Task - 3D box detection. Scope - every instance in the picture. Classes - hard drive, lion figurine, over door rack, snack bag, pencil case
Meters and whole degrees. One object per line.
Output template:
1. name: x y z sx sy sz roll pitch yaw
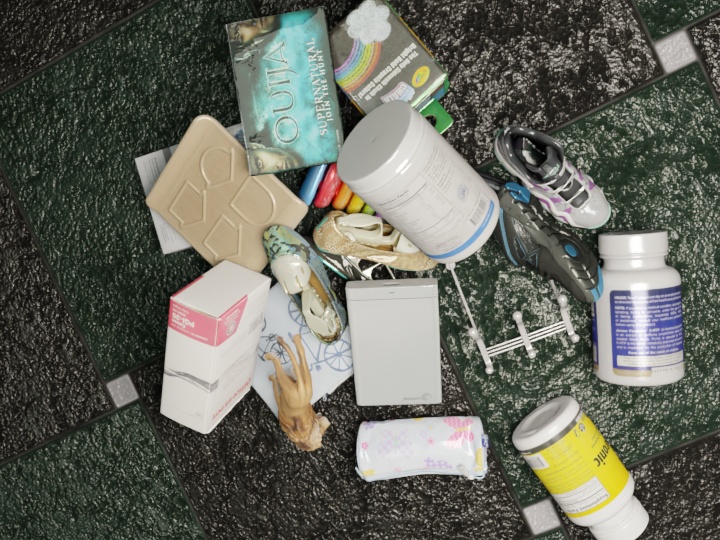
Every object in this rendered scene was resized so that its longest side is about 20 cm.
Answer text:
1. hard drive: 0.051 0.109 1.035 0.131 0.027 0.202 -2 116 6
2. lion figurine: -0.094 0.183 1.017 0.072 0.200 0.123 -18 61 -7
3. over door rack: 0.216 0.036 1.020 0.147 0.067 0.201 -21 92 9
4. snack bag: -0.105 0.122 1.100 0.200 0.021 0.189 -41 88 13
5. pencil case: 0.092 0.267 1.051 0.198 0.083 0.092 -4 73 10

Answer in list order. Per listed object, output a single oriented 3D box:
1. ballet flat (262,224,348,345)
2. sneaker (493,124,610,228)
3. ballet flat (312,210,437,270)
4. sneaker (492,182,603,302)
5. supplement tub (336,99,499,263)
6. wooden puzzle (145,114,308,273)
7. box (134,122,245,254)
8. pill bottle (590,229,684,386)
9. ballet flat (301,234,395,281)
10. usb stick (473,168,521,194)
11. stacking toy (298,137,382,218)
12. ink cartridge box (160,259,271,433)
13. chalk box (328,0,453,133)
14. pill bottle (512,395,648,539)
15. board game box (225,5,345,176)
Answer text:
1. ballet flat: -0.077 0.027 0.997 0.074 0.074 0.201 -30 116 10
2. sneaker: 0.265 -0.126 0.959 0.200 0.140 0.078 37 99 4
3. ballet flat: 0.033 -0.045 1.004 0.198 0.071 0.065 6 140 -21
4. sneaker: 0.249 -0.028 0.965 0.200 0.073 0.082 51 130 18
5. supplement tub: 0.079 -0.111 0.922 0.132 0.132 0.200 -46 124 10
6. wooden puzzle: -0.193 -0.099 1.020 0.200 0.046 0.185 41 121 -2
7. box: -0.231 -0.127 1.086 0.198 0.041 0.157 -15 94 9
8. pill bottle: 0.380 0.048 0.970 0.119 0.120 0.202 -3 95 9
9. ballet flat: 0.000 0.000 1.055 0.200 0.068 0.068 43 90 -8
10. usb stick: 0.145 -0.128 1.024 0.199 0.033 0.056 22 117 9
11. stacking toy: 0.018 -0.114 1.028 0.199 0.116 0.110 25 100 -6
12. ink cartridge box: -0.209 0.109 1.009 0.082 0.147 0.201 21 118 13
13. chalk box: 0.046 -0.264 0.991 0.125 0.124 0.200 -40 90 9
14. pill bottle: 0.318 0.291 1.006 0.111 0.111 0.201 -36 90 10
15. board game box: -0.097 -0.235 0.932 0.134 0.028 0.202 -9 94 5
